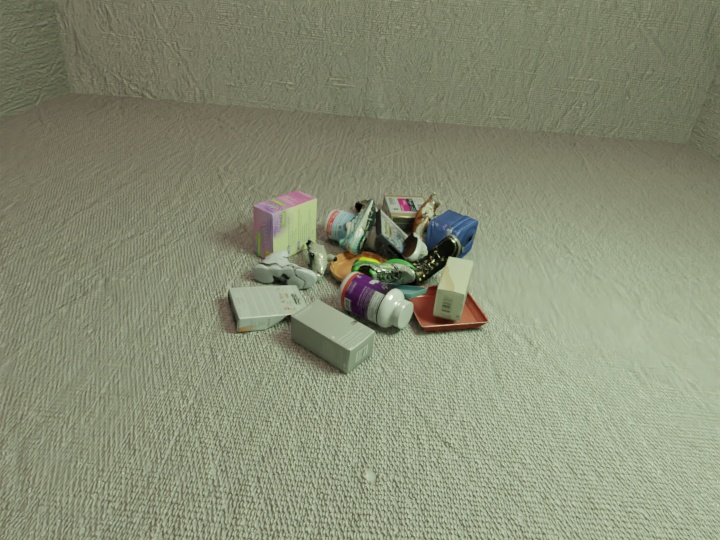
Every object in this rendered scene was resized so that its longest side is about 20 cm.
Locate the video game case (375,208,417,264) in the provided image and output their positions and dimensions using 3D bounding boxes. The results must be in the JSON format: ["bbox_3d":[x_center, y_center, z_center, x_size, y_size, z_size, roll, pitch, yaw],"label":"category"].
[{"bbox_3d":[0.120,-0.101,1.783,0.181,0.025,0.200,42,22,-21],"label":"video game case"}]

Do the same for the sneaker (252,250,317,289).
[{"bbox_3d":[-0.219,-0.008,1.635,0.199,0.075,0.115,7,33,11],"label":"sneaker"}]

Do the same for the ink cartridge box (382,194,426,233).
[{"bbox_3d":[0.178,-0.219,2.057,0.164,0.075,0.200,2,31,-8],"label":"ink cartridge box"}]

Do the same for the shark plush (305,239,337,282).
[{"bbox_3d":[-0.157,-0.044,1.703,0.091,0.084,0.200,4,27,-35],"label":"shark plush"}]

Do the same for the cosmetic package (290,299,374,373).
[{"bbox_3d":[-0.073,0.163,1.353,0.200,0.091,0.107,27,40,28],"label":"cosmetic package"}]

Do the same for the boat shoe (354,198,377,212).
[{"bbox_3d":[0.027,-0.222,2.047,0.059,0.072,0.200,-8,28,-10],"label":"boat shoe"}]

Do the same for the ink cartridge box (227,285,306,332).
[{"bbox_3d":[-0.257,0.101,1.486,0.199,0.050,0.162,0,29,-24],"label":"ink cartridge box"}]

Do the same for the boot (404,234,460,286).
[{"bbox_3d":[0.208,-0.021,1.627,0.150,0.200,0.073,-30,80,-37],"label":"boot"}]

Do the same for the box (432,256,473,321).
[{"bbox_3d":[0.266,0.049,1.520,0.077,0.095,0.200,12,29,13],"label":"box"}]

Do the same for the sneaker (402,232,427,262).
[{"bbox_3d":[0.186,-0.061,1.708,0.085,0.073,0.200,45,19,-10],"label":"sneaker"}]

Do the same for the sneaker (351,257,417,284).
[{"bbox_3d":[0.068,0.013,1.570,0.199,0.078,0.085,3,22,12],"label":"sneaker"}]

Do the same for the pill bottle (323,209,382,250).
[{"bbox_3d":[-0.019,-0.137,1.853,0.199,0.109,0.109,19,33,25],"label":"pill bottle"}]

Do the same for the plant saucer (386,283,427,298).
[{"bbox_3d":[0.105,0.060,1.550,0.070,0.019,0.200,-18,13,-34],"label":"plant saucer"}]

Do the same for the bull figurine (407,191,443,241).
[{"bbox_3d":[0.230,-0.185,1.885,0.065,0.121,0.200,29,47,-10],"label":"bull figurine"}]

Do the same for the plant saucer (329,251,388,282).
[{"bbox_3d":[0.000,0.000,1.693,0.199,0.038,0.200,4,31,-2],"label":"plant saucer"}]

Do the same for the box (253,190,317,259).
[{"bbox_3d":[-0.248,-0.148,1.773,0.096,0.177,0.200,26,37,32],"label":"box"}]

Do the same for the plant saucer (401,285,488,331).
[{"bbox_3d":[0.237,0.110,1.537,0.199,0.037,0.200,-2,31,-13],"label":"plant saucer"}]

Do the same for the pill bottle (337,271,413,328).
[{"bbox_3d":[0.042,0.085,1.475,0.199,0.113,0.112,23,35,29],"label":"pill bottle"}]

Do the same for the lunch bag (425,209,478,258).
[{"bbox_3d":[0.316,-0.113,1.832,0.132,0.136,0.200,22,34,28],"label":"lunch bag"}]

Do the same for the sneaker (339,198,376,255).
[{"bbox_3d":[-0.011,-0.153,1.753,0.086,0.078,0.201,17,71,17],"label":"sneaker"}]
